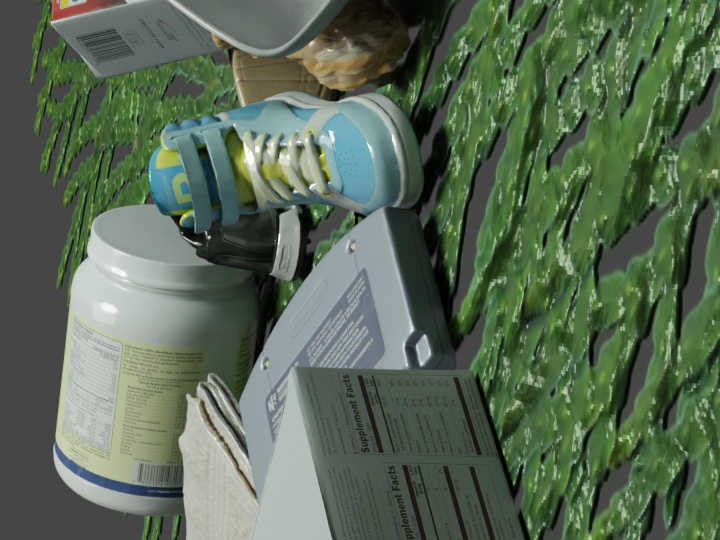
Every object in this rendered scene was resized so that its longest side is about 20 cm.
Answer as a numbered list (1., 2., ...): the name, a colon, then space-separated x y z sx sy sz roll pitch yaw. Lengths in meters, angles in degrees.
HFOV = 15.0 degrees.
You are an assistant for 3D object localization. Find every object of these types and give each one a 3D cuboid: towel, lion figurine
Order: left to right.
1. towel: -0.083 0.177 1.883 0.133 0.034 0.201 55 155 40
2. lion figurine: -0.030 -0.201 1.731 0.122 0.072 0.202 -18 68 32

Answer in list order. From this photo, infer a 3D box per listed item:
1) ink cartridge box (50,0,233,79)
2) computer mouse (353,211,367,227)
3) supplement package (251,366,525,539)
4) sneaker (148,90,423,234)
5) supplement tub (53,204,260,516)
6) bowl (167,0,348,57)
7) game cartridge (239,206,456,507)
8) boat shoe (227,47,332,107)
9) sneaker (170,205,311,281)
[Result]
1. ink cartridge box: -0.116 -0.252 1.871 0.084 0.174 0.201 51 -149 -58
2. computer mouse: 0.000 0.000 1.736 0.058 0.034 0.202 0 81 59
3. supplement package: 0.006 0.180 1.530 0.156 0.110 0.201 -106 23 -48
4. sneaker: -0.053 -0.059 1.673 0.200 0.130 0.080 7 112 63
5. supplement tub: -0.150 0.066 2.049 0.145 0.144 0.201 -122 37 -64
6. bowl: -0.054 -0.244 1.652 0.200 0.200 0.075 -53 -18 10
7. game cartridge: -0.011 0.061 1.662 0.200 0.041 0.134 -53 42 39
8. boat shoe: -0.058 -0.161 1.898 0.065 0.071 0.201 93 168 -60
9. sneaker: -0.098 -0.060 1.975 0.200 0.090 0.067 -113 30 -57
